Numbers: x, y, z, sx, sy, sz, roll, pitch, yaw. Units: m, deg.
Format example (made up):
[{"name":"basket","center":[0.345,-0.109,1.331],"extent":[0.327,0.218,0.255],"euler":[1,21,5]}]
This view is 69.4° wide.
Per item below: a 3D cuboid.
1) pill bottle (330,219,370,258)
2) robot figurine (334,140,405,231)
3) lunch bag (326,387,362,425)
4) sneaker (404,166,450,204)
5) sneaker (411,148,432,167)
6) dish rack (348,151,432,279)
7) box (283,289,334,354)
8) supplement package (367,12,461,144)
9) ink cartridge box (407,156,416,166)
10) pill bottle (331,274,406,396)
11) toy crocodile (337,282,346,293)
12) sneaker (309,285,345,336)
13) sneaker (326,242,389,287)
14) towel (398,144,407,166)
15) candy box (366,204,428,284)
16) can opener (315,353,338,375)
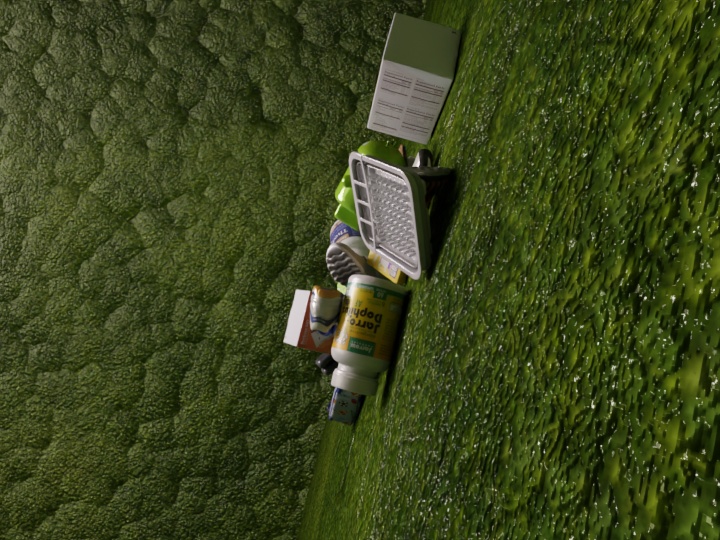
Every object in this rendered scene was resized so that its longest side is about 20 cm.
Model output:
[{"name":"pill bottle","center":[-0.015,-0.047,1.271],"extent":[0.200,0.110,0.112],"euler":[-103,25,-60]},{"name":"robot figurine","center":[0.021,-0.188,1.116],"extent":[0.201,0.115,0.175],"euler":[-60,-5,18]},{"name":"lunch bag","center":[-0.027,0.291,1.334],"extent":[0.161,0.075,0.201],"euler":[-75,2,-45]},{"name":"sneaker","center":[0.097,-0.108,0.845],"extent":[0.200,0.077,0.113],"euler":[-133,44,-83]},{"name":"sneaker","center":[0.091,-0.153,1.045],"extent":[0.074,0.079,0.201],"euler":[-76,3,-55]},{"name":"dish rack","center":[0.050,-0.093,0.808],"extent":[0.200,0.043,0.173],"euler":[39,144,56]},{"name":"box","center":[-0.056,0.128,1.183],"extent":[0.097,0.199,0.125],"euler":[-2,73,64]},{"name":"supplement package","center":[0.114,-0.417,1.148],"extent":[0.200,0.150,0.153],"euler":[109,176,-62]},{"name":"ink cartridge box","center":[0.090,-0.164,1.269],"extent":[0.200,0.044,0.177],"euler":[154,132,-79]},{"name":"pill bottle","center":[0.010,0.117,0.943],"extent":[0.113,0.112,0.201],"euler":[119,165,-82]},{"name":"toy crocodile","center":[0.005,0.050,1.261],"extent":[0.200,0.067,0.062],"euler":[12,79,62]},{"name":"sneaker","center":[-0.066,0.082,1.017],"extent":[0.200,0.075,0.089],"euler":[34,-112,-79]},{"name":"sneaker","center":[0.000,0.000,1.117],"extent":[0.074,0.200,0.082],"euler":[-17,43,34]},{"name":"towel","center":[0.068,-0.185,1.242],"extent":[0.147,0.022,0.201],"euler":[-87,19,-56]},{"name":"candy box","center":[0.073,-0.084,1.013],"extent":[0.102,0.026,0.201],"euler":[38,121,45]},{"name":"can opener","center":[-0.032,0.173,1.282],"extent":[0.200,0.053,0.066],"euler":[-45,25,-25]}]
